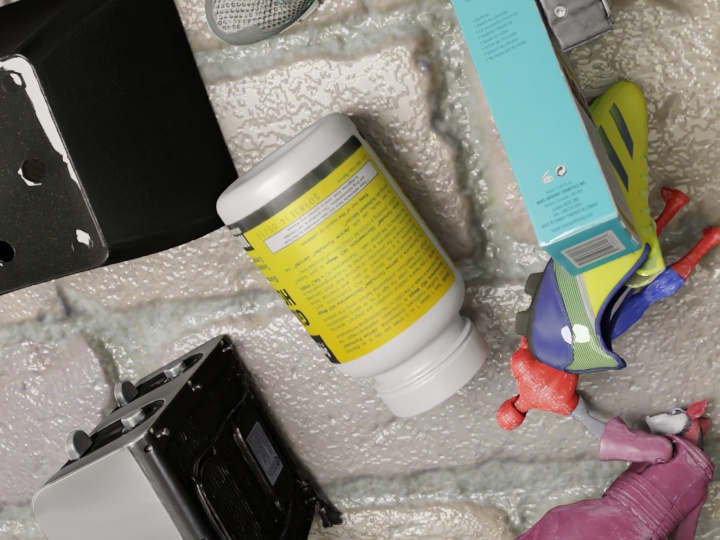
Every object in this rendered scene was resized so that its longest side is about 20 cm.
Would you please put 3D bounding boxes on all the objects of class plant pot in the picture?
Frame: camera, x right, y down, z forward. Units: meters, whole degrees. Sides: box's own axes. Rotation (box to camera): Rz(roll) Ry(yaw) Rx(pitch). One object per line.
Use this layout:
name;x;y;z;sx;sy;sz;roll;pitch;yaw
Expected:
plant pot;-0.219;-0.080;0.744;0.199;0.177;0.200;-14;106;14

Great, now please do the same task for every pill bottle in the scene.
pill bottle;0.000;0.000;0.770;0.112;0.112;0.200;-33;102;19

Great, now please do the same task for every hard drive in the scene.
hard drive;0.095;-0.237;0.651;0.038;0.140;0.200;-23;104;16

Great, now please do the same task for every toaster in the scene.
toaster;-0.125;0.174;0.824;0.119;0.181;0.200;-23;104;20

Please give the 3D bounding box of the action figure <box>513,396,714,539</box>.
action figure;0.194;0.169;0.782;0.134;0.149;0.200;43;79;-17

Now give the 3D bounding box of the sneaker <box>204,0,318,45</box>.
sneaker;-0.031;-0.217;0.706;0.200;0.091;0.078;-39;99;20

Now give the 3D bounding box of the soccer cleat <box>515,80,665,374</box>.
soccer cleat;0.166;-0.027;0.718;0.084;0.065;0.200;10;77;34

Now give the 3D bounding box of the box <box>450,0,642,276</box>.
box;0.109;-0.102;0.677;0.049;0.082;0.200;-23;69;18

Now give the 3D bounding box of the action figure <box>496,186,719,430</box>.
action figure;0.163;0.034;0.789;0.065;0.099;0.200;42;89;-4
